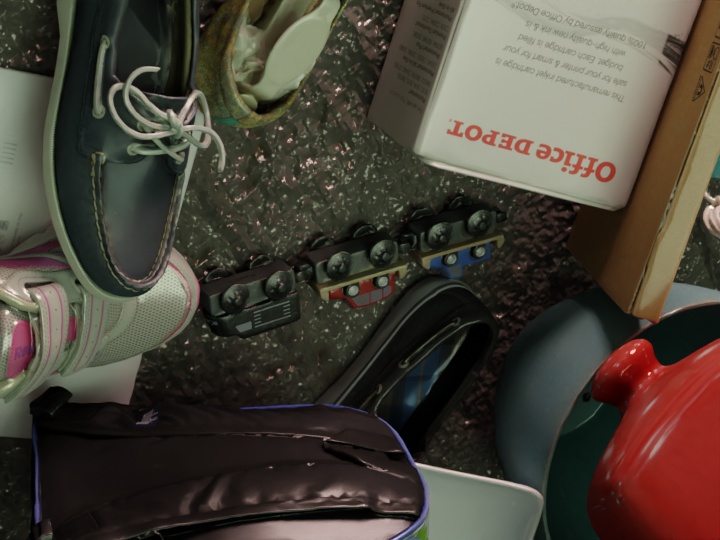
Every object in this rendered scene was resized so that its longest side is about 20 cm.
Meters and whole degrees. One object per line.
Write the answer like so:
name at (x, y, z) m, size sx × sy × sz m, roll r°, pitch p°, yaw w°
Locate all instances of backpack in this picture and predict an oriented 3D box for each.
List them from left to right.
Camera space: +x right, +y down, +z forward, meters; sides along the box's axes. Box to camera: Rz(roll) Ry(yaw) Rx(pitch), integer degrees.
backpack at (-0.067, 0.152, 0.856) m, size 0.199 × 0.183 × 0.147 m, roll -5°, pitch 115°, yaw -9°

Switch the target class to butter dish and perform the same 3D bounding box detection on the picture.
butter dish at (0.188, 0.099, 0.892) m, size 0.199 × 0.148 × 0.200 m, roll -42°, pitch 166°, yaw -8°

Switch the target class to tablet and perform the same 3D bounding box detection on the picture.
tablet at (-0.164, -0.003, 0.883) m, size 0.130 × 0.014 × 0.201 m, roll 8°, pitch 106°, yaw -32°

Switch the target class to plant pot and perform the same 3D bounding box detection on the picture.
plant pot at (0.162, 0.089, 1.033) m, size 0.200 × 0.135 × 0.201 m, roll -11°, pitch 115°, yaw -26°

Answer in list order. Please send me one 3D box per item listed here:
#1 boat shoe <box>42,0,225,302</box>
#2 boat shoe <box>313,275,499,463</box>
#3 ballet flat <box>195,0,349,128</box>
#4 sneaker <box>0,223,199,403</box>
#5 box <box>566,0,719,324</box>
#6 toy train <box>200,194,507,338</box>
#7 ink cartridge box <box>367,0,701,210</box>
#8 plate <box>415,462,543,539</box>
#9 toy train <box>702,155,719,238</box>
boat shoe at (-0.108, -0.085, 0.811) m, size 0.075 × 0.062 × 0.201 m, roll 9°, pitch 81°, yaw -49°
boat shoe at (0.017, 0.098, 0.995) m, size 0.070 × 0.066 × 0.200 m, roll 37°, pitch 90°, yaw -35°
ballet flat at (-0.022, -0.162, 0.866) m, size 0.071 × 0.071 × 0.200 m, roll 29°, pitch 94°, yaw -35°
sneaker at (-0.170, 0.028, 0.830) m, size 0.199 × 0.088 × 0.082 m, roll -8°, pitch 114°, yaw -27°
box at (0.177, -0.085, 0.958) m, size 0.021 × 0.164 × 0.201 m, roll 16°, pitch 103°, yaw -9°
toy train at (0.000, 0.000, 0.966) m, size 0.199 × 0.034 × 0.046 m, roll -17°, pitch 121°, yaw -22°
ink cartridge box at (0.106, -0.151, 0.926) m, size 0.146 × 0.084 × 0.201 m, roll 13°, pitch 104°, yaw -26°
plate at (-0.011, 0.184, 0.983) m, size 0.199 × 0.032 × 0.201 m, roll 14°, pitch 115°, yaw -1°
toy train at (0.286, -0.090, 1.021) m, size 0.199 × 0.150 × 0.056 m, roll -15°, pitch 138°, yaw -19°
